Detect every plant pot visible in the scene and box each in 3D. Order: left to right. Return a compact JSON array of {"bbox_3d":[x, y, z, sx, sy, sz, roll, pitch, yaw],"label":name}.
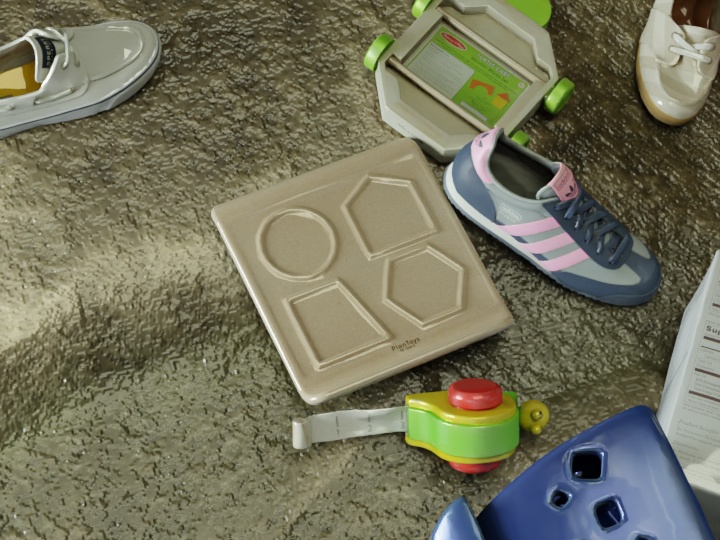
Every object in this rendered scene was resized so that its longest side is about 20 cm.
[{"bbox_3d":[0.149,0.239,1.402,0.179,0.200,0.201,-19,68,-10],"label":"plant pot"}]

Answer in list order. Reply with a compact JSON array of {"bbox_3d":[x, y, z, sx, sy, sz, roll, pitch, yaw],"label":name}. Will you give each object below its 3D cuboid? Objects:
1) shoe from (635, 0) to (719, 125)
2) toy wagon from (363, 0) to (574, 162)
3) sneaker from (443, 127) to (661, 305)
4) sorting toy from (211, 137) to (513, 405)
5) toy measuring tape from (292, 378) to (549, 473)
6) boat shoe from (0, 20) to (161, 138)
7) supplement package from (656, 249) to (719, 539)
[{"bbox_3d":[0.283,-0.219,1.722,0.070,0.053,0.201,14,63,-1],"label":"shoe"},{"bbox_3d":[0.106,-0.179,1.687,0.155,0.040,0.200,37,64,10],"label":"toy wagon"},{"bbox_3d":[0.164,-0.043,1.595,0.200,0.082,0.070,29,58,-4],"label":"sneaker"},{"bbox_3d":[0.000,0.000,1.590,0.185,0.037,0.200,-21,64,-17],"label":"sorting toy"},{"bbox_3d":[0.051,0.122,1.508,0.199,0.074,0.074,-5,64,-13],"label":"toy measuring tape"},{"bbox_3d":[-0.254,-0.164,1.613,0.199,0.070,0.071,-20,68,-16],"label":"boat shoe"},{"bbox_3d":[0.290,0.106,1.528,0.109,0.114,0.201,19,63,4],"label":"supplement package"}]
